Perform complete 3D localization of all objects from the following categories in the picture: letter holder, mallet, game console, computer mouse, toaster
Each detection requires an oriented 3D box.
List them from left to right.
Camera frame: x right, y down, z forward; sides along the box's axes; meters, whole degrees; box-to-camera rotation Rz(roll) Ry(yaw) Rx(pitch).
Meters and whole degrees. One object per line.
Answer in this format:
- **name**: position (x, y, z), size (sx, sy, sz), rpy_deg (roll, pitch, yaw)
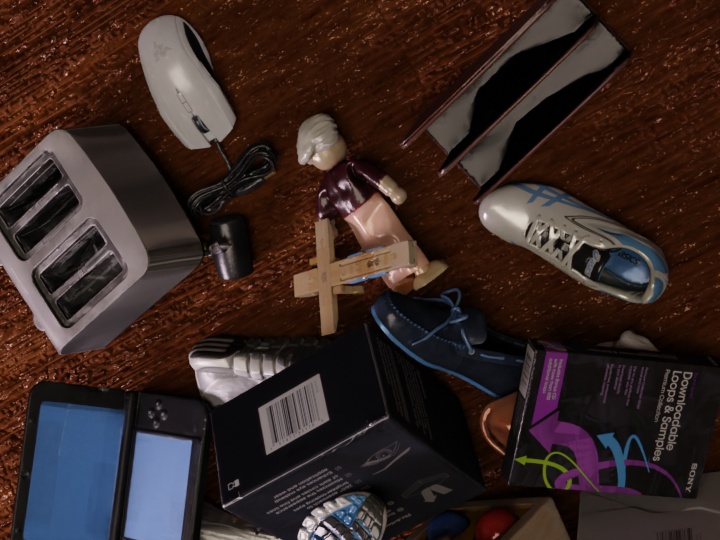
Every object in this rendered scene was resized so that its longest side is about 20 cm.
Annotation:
- **toaster**: position (-0.269, -0.036, 1.379), size (0.199, 0.118, 0.182), rpy_deg (-38, 82, 23)
- **game console**: position (-0.262, 0.227, 1.440), size (0.175, 0.116, 0.202), rpy_deg (3, 85, 37)
- **mallet**: position (-0.208, -0.029, 1.436), size (0.198, 0.041, 0.067), rpy_deg (3, 107, 15)
- **computer mouse**: position (-0.169, -0.161, 1.382), size (0.109, 0.044, 0.201), rpy_deg (-26, 100, 19)
- **letter holder**: position (0.144, -0.160, 1.263), size (0.101, 0.142, 0.200), rpy_deg (45, 110, -4)

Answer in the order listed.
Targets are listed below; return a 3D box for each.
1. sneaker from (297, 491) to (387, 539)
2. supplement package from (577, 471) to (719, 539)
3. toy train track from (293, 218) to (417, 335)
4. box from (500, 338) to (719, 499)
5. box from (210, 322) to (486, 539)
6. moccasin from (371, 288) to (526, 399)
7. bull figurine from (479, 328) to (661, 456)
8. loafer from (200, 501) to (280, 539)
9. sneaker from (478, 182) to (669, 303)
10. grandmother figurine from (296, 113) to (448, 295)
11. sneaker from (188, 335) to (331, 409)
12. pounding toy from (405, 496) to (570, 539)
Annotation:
- **sneaker**: position (-0.023, 0.282, 1.349), size (0.075, 0.086, 0.201), rpy_deg (46, 124, 18)
- **supplement package**: position (0.323, 0.287, 1.350), size (0.198, 0.156, 0.112), rpy_deg (-11, 104, 14)
- **toy train track**: position (0.000, 0.000, 1.341), size (0.199, 0.032, 0.116), rpy_deg (-16, 75, 54)
- **box**: position (0.246, 0.146, 1.321), size (0.198, 0.036, 0.145), rpy_deg (5, 109, -11)
- **box**: position (-0.012, 0.181, 1.362), size (0.196, 0.118, 0.200), rpy_deg (-30, 138, 18)
- **moccasin**: position (0.099, 0.059, 1.353), size (0.199, 0.081, 0.068), rpy_deg (25, 121, -35)
- **bull figurine**: position (0.221, 0.141, 1.368), size (0.198, 0.065, 0.122), rpy_deg (-22, 104, 7)
- **loafer**: position (-0.160, 0.300, 1.503), size (0.198, 0.070, 0.071), rpy_deg (12, 106, 11)
- **sneaker**: position (0.208, -0.028, 1.327), size (0.198, 0.073, 0.072), rpy_deg (24, 111, 6)
- **grandmother figurine**: position (0.000, -0.066, 1.369), size (0.121, 0.061, 0.201), rpy_deg (-30, 96, 33)
- **sneaker**: position (-0.083, 0.134, 1.443), size (0.198, 0.075, 0.117), rpy_deg (5, 112, 21)
- **pounding toy**: position (0.101, 0.303, 1.345), size (0.183, 0.199, 0.143), rpy_deg (-14, 105, 48)
